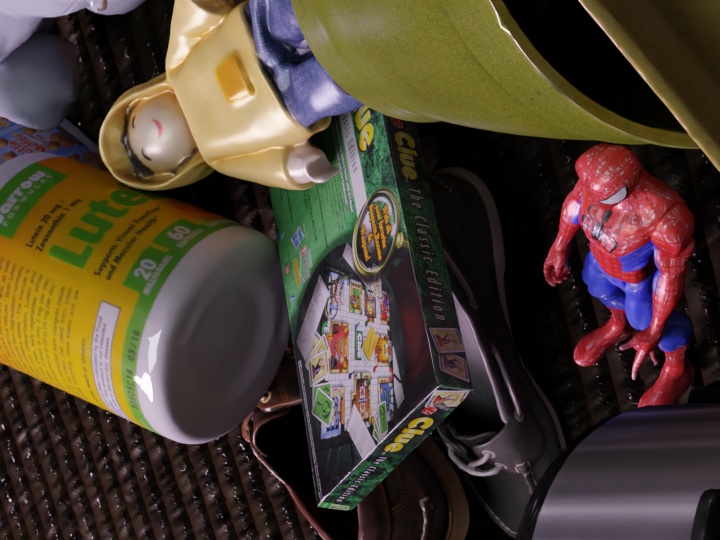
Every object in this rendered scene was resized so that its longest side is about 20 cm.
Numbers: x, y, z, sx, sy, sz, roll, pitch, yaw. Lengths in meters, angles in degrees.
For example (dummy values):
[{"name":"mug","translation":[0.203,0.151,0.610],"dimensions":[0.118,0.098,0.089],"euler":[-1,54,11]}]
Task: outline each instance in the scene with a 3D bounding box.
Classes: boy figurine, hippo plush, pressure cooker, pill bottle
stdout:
[{"name":"boy figurine","translation":[-0.057,-0.093,1.063],"dimensions":[0.200,0.064,0.125],"euler":[-20,97,48]},{"name":"hippo plush","translation":[-0.191,-0.170,1.153],"dimensions":[0.161,0.200,0.160],"euler":[-35,76,32]},{"name":"pressure cooker","translation":[0.184,0.138,0.920],"dimensions":[0.200,0.176,0.179],"euler":[-8,108,51]},{"name":"pill bottle","translation":[-0.142,0.005,1.142],"dimensions":[0.199,0.111,0.112],"euler":[21,125,30]}]

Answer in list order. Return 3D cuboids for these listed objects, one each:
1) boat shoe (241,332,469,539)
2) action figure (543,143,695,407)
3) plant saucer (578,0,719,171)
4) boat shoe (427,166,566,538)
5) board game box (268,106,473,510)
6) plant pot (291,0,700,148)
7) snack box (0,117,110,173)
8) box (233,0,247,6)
[{"name":"boat shoe","translation":[-0.024,0.078,1.151],"dimensions":[0.200,0.070,0.071],"euler":[43,130,45]},{"name":"action figure","translation":[0.112,0.002,0.949],"dimensions":[0.065,0.052,0.200],"euler":[45,165,26]},{"name":"plant saucer","translation":[0.157,-0.143,0.783],"dimensions":[0.200,0.200,0.048],"euler":[48,175,-15]},{"name":"boat shoe","translation":[0.050,0.050,1.100],"dimensions":[0.067,0.057,0.201],"euler":[-2,109,46]},{"name":"board game box","translation":[0.000,0.000,1.040],"dimensions":[0.105,0.023,0.201],"euler":[-50,39,42]},{"name":"plant pot","translation":[0.069,-0.137,0.901],"dimensions":[0.193,0.200,0.201],"euler":[-9,104,60]},{"name":"snack box","translation":[-0.166,-0.042,1.263],"dimensions":[0.200,0.072,0.024],"euler":[40,136,24]},{"name":"box","translation":[-0.054,-0.190,1.090],"dimensions":[0.200,0.048,0.117],"euler":[59,139,7]}]
